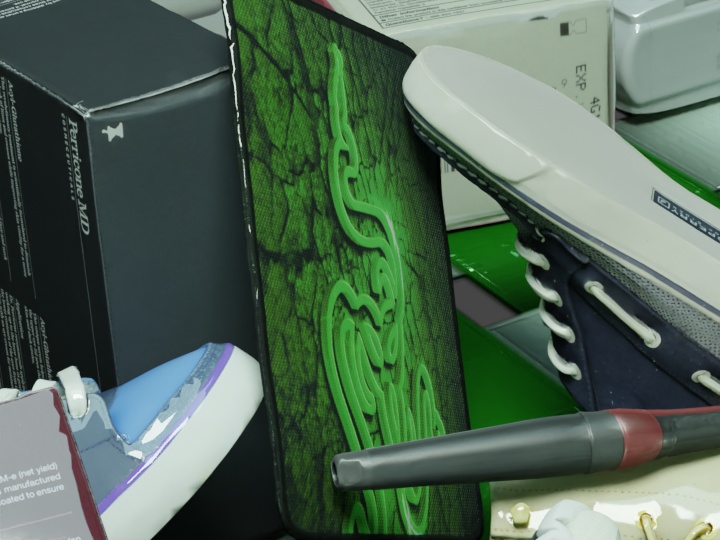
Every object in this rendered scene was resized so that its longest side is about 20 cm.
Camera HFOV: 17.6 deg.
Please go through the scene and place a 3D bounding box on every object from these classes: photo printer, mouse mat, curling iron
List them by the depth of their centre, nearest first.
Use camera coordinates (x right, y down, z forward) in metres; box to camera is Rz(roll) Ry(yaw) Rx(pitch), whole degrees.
[{"bbox_3d":[0.085,0.051,0.813,0.199,0.026,0.050,-14,60,-14],"label":"curling iron"},{"bbox_3d":[0.000,0.000,0.847,0.008,0.201,0.161,-11,-11,26],"label":"mouse mat"},{"bbox_3d":[0.157,-0.161,1.301,0.166,0.070,0.200,-19,31,-25],"label":"photo printer"}]

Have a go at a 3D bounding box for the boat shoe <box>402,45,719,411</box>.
[{"bbox_3d":[0.086,0.001,0.908,0.200,0.093,0.075,34,27,2],"label":"boat shoe"}]

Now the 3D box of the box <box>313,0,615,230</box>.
[{"bbox_3d":[0.035,-0.113,1.184,0.127,0.109,0.200,-11,29,-13],"label":"box"}]

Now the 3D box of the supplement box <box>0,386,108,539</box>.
[{"bbox_3d":[-0.112,0.143,0.674,0.108,0.061,0.201,-13,63,-17],"label":"supplement box"}]

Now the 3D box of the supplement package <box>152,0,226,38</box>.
[{"bbox_3d":[-0.113,-0.087,1.055,0.110,0.201,0.156,-16,30,-22],"label":"supplement package"}]

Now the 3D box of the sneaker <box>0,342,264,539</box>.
[{"bbox_3d":[-0.147,0.054,0.787,0.200,0.147,0.081,-41,6,-3],"label":"sneaker"}]

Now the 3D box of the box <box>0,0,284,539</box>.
[{"bbox_3d":[-0.098,-0.001,0.892,0.079,0.201,0.141,-20,33,-28],"label":"box"}]

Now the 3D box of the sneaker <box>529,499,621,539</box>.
[{"bbox_3d":[0.078,0.157,0.708,0.081,0.075,0.200,6,45,-3],"label":"sneaker"}]

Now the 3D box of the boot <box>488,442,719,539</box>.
[{"bbox_3d":[0.122,0.106,0.803,0.155,0.073,0.200,-4,26,-3],"label":"boot"}]
